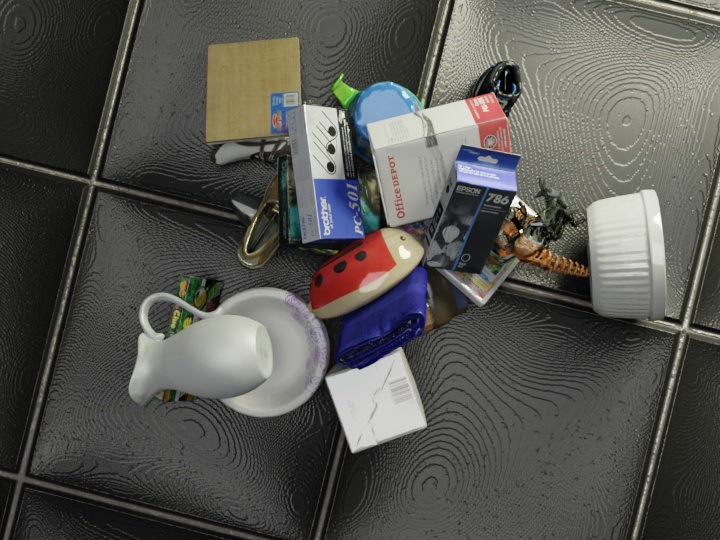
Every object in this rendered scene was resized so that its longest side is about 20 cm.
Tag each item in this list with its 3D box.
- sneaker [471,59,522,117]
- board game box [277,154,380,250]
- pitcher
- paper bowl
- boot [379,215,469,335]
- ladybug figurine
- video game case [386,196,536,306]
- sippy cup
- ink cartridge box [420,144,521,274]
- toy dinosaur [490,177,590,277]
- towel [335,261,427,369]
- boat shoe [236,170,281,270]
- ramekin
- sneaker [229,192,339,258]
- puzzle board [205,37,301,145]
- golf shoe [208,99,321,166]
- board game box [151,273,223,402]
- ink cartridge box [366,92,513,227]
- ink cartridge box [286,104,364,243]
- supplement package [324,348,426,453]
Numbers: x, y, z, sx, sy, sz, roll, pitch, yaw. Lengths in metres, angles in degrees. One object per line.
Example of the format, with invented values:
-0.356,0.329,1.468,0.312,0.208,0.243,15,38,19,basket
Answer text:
0.198,-0.236,1.541,0.073,0.112,0.201,15,81,-9,sneaker
-0.046,-0.100,1.529,0.028,0.200,0.136,-8,82,44,board game box
-0.238,0.108,1.467,0.199,0.121,0.172,-8,76,12,pitcher
-0.148,0.127,1.564,0.200,0.104,0.202,0,90,1,paper bowl
0.099,-0.002,1.590,0.097,0.075,0.201,-17,83,-21,boot
0.000,0.000,1.492,0.200,0.136,0.072,-33,107,3,ladybug figurine
0.171,-0.073,1.572,0.200,0.024,0.182,41,72,1,video game case
0.038,-0.237,1.551,0.177,0.130,0.140,1,89,2,sippy cup
0.164,-0.086,1.464,0.099,0.039,0.201,8,125,-15,ink cartridge box
0.267,-0.055,1.512,0.200,0.102,0.136,40,90,7,toy dinosaur
0.038,0.066,1.457,0.147,0.200,0.050,-29,109,15,towel
-0.123,-0.094,1.512,0.071,0.076,0.201,24,73,1,boat shoe
0.402,-0.021,1.510,0.105,0.200,0.201,-4,89,11,ramekin
-0.112,-0.088,1.591,0.199,0.074,0.085,23,75,-1,sneaker
-0.169,-0.286,1.571,0.150,0.017,0.201,-5,60,1,puzzle board
-0.142,-0.196,1.582,0.199,0.078,0.095,-21,89,2,golf shoe
-0.273,0.109,1.568,0.023,0.105,0.201,13,90,24,board game box
0.119,-0.164,1.473,0.199,0.083,0.147,-13,129,0,ink cartridge box
-0.052,-0.142,1.476,0.044,0.094,0.201,-12,83,45,ink cartridge box
0.026,0.189,1.511,0.119,0.200,0.122,-20,89,2,supplement package
